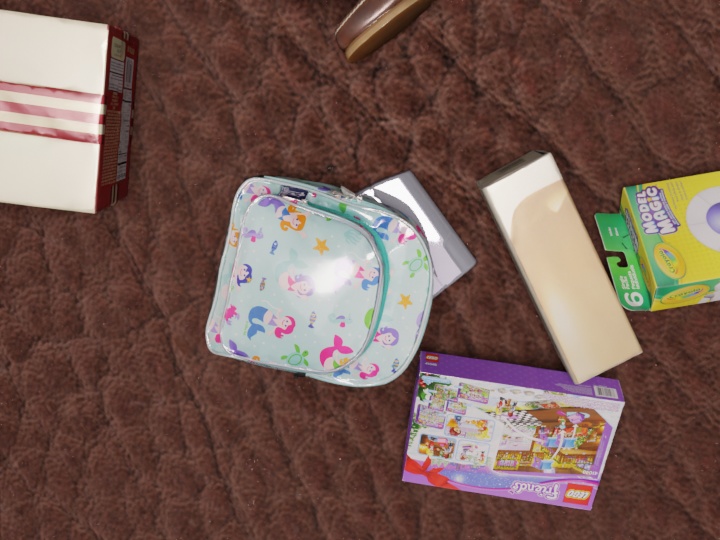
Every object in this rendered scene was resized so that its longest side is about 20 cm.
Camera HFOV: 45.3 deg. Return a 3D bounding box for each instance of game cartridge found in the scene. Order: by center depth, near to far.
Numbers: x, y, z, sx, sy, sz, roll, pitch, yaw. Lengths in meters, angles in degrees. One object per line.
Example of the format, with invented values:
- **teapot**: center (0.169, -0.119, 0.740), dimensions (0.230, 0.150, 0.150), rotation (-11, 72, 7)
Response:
- **game cartridge**: center (0.000, 0.000, 0.862), dimensions (0.199, 0.042, 0.134), rotation (-38, 99, 7)

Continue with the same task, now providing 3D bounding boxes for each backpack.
- **backpack**: center (-0.031, 0.013, 0.780), dimensions (0.196, 0.151, 0.181), rotation (14, 97, -4)

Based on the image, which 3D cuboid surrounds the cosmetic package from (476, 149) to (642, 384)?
- **cosmetic package**: center (0.185, -0.007, 0.817), dimensions (0.070, 0.105, 0.203), rotation (-26, 98, 8)

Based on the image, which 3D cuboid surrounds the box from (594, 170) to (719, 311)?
- **box**: center (0.328, -0.033, 0.804), dimensions (0.196, 0.049, 0.119), rotation (-11, 57, 6)

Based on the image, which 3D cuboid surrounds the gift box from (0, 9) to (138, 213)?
- **gift box**: center (-0.309, -0.164, 0.788), dimensions (0.182, 0.185, 0.205), rotation (5, 95, -7)

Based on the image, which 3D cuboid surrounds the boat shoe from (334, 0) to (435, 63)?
- **boat shoe**: center (0.050, -0.279, 0.805), dimensions (0.199, 0.070, 0.071), rotation (-39, 90, 0)

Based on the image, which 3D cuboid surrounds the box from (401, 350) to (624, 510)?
- **box**: center (0.145, 0.159, 0.852), dimensions (0.195, 0.039, 0.139), rotation (9, 119, 2)
